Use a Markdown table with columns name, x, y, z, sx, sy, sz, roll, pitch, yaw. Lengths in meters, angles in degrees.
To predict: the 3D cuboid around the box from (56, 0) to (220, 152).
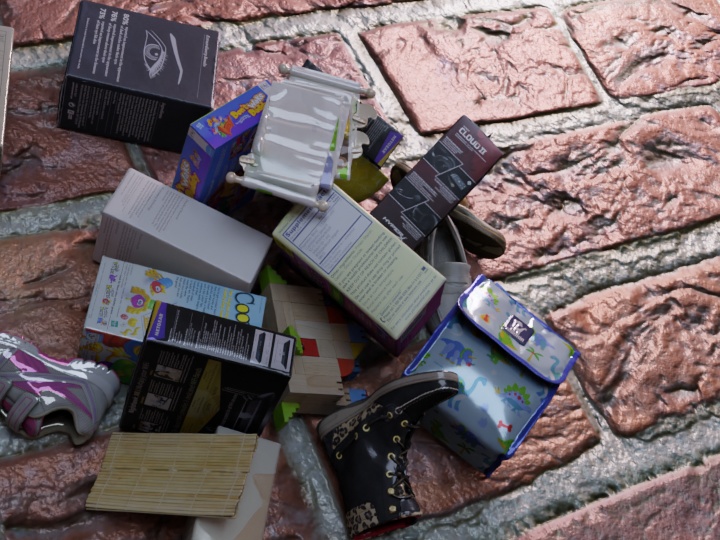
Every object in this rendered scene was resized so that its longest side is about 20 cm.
| name | x | y | z | sx | sy | sz | roll | pitch | yaw |
| --- | --- | --- | --- | --- | --- | --- | --- | --- | --- |
| box | -0.297 | -0.260 | 1.558 | 0.198 | 0.105 | 0.149 | 12 | 53 | -14 |

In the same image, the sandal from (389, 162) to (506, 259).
| name | x | y | z | sx | sy | sz | roll | pitch | yaw |
| --- | --- | --- | --- | --- | --- | --- | --- | --- | --- |
| sandal | 0.126 | -0.090 | 1.624 | 0.199 | 0.080 | 0.054 | 34 | 62 | -5 |

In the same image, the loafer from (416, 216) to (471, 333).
| name | x | y | z | sx | sy | sz | roll | pitch | yaw |
| --- | --- | --- | --- | --- | --- | --- | --- | --- | --- |
| loafer | 0.117 | 0.015 | 1.553 | 0.069 | 0.070 | 0.202 | 0 | 57 | -21 |

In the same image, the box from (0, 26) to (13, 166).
| name | x | y | z | sx | sy | sz | roll | pitch | yaw |
| --- | --- | --- | --- | --- | --- | --- | --- | --- | --- |
| box | -0.494 | -0.217 | 1.456 | 0.094 | 0.078 | 0.202 | 7 | 55 | -17 |

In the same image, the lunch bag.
| name | x | y | z | sx | sy | sz | roll | pitch | yaw |
| --- | --- | --- | --- | --- | --- | --- | --- | --- | --- |
| lunch bag | 0.161 | 0.124 | 1.442 | 0.170 | 0.128 | 0.200 | 39 | 64 | 7 |

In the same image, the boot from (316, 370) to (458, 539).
| name | x | y | z | sx | sy | sz | roll | pitch | yaw |
| --- | --- | --- | --- | --- | --- | --- | --- | --- | --- |
| boot | 0.043 | 0.212 | 1.324 | 0.073 | 0.199 | 0.152 | 24 | 45 | -52 |

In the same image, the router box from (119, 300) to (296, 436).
| name | x | y | z | sx | sy | sz | roll | pitch | yaw |
| --- | --- | --- | --- | --- | --- | --- | --- | --- | --- |
| router box | -0.172 | 0.125 | 1.268 | 0.155 | 0.201 | 0.053 | 15 | 52 | -12 |

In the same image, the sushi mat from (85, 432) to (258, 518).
| name | x | y | z | sx | sy | sz | roll | pitch | yaw |
| --- | --- | --- | --- | --- | --- | --- | --- | --- | --- |
| sushi mat | -0.204 | 0.219 | 1.239 | 0.198 | 0.012 | 0.096 | -3 | 50 | 26 |

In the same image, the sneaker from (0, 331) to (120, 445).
| name | x | y | z | sx | sy | sz | roll | pitch | yaw |
| --- | --- | --- | --- | --- | --- | --- | --- | --- | --- |
| sneaker | -0.369 | 0.134 | 1.269 | 0.198 | 0.082 | 0.089 | 15 | 51 | -10 |

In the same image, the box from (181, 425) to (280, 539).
| name | x | y | z | sx | sy | sz | roll | pitch | yaw |
| --- | --- | --- | --- | --- | --- | --- | --- | --- | --- |
| box | -0.149 | 0.283 | 1.246 | 0.077 | 0.095 | 0.202 | 17 | 53 | -10 |

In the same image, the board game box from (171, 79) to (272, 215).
| name | x | y | z | sx | sy | sz | roll | pitch | yaw |
| --- | --- | --- | --- | --- | --- | --- | --- | --- | --- |
| board game box | -0.173 | -0.135 | 1.458 | 0.045 | 0.201 | 0.134 | 44 | 52 | 11 |

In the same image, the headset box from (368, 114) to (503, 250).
| name | x | y | z | sx | sy | sz | roll | pitch | yaw |
| --- | --- | --- | --- | --- | --- | --- | --- | --- | --- |
| headset box | 0.097 | -0.109 | 1.500 | 0.077 | 0.149 | 0.200 | 45 | 85 | 1 |

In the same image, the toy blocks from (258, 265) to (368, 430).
| name | x | y | z | sx | sy | sz | roll | pitch | yaw |
| --- | --- | --- | --- | --- | --- | --- | --- | --- | --- |
| toy blocks | -0.052 | 0.099 | 1.425 | 0.135 | 0.100 | 0.202 | 7 | 54 | -31 |

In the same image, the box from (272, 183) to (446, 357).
| name | x | y | z | sx | sy | sz | roll | pitch | yaw |
| --- | --- | --- | --- | --- | --- | --- | --- | --- | --- |
| box | 0.000 | 0.000 | 1.436 | 0.200 | 0.176 | 0.097 | 41 | 83 | 8 |

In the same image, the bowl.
| name | x | y | z | sx | sy | sz | roll | pitch | yaw |
| --- | --- | --- | --- | --- | --- | --- | --- | --- | --- |
| bowl | -0.070 | -0.143 | 1.550 | 0.199 | 0.200 | 0.108 | 38 | 93 | 7 |

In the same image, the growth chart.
| name | x | y | z | sx | sy | sz | roll | pitch | yaw |
| --- | --- | --- | --- | --- | --- | --- | --- | --- | --- |
| growth chart | -0.062 | -0.162 | 1.379 | 0.143 | 0.018 | 0.202 | 22 | 61 | -4 |

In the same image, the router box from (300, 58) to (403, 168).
| name | x | y | z | sx | sy | sz | roll | pitch | yaw |
| --- | --- | --- | --- | --- | --- | --- | --- | --- | --- |
| router box | -0.019 | -0.204 | 1.531 | 0.157 | 0.200 | 0.052 | 38 | 94 | -3 |

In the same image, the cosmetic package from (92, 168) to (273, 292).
| name | x | y | z | sx | sy | sz | roll | pitch | yaw |
| --- | --- | --- | --- | --- | --- | --- | --- | --- | --- |
| cosmetic package | -0.221 | -0.026 | 1.424 | 0.198 | 0.108 | 0.085 | 26 | 50 | -5 |

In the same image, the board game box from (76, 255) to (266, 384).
| name | x | y | z | sx | sy | sz | roll | pitch | yaw |
| --- | --- | --- | --- | --- | --- | --- | --- | --- | --- |
| board game box | -0.223 | 0.075 | 1.354 | 0.198 | 0.103 | 0.106 | 15 | 52 | -11 |
